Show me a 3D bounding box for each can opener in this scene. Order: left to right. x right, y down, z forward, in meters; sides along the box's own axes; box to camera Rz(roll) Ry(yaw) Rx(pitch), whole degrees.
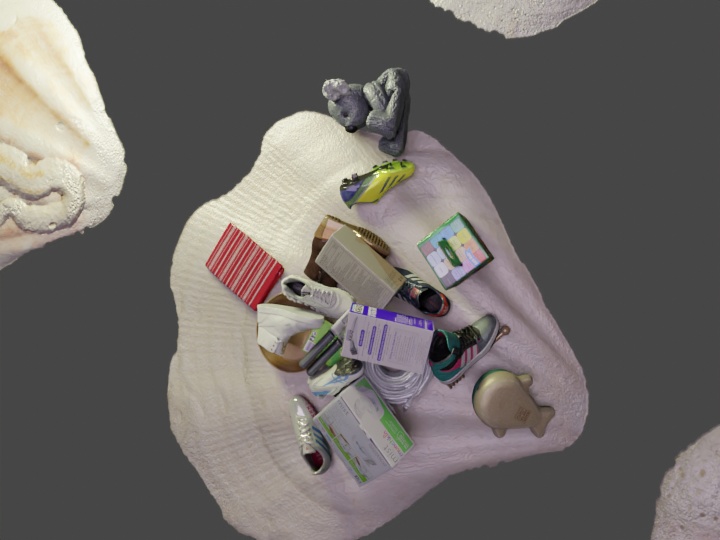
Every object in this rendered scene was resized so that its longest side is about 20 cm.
[{"bbox_3d":[-0.069,0.173,1.479,0.053,0.067,0.200,45,99,-4],"label":"can opener"}]

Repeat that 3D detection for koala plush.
[{"bbox_3d":[0.012,-0.389,1.457,0.194,0.177,0.190,8,81,15],"label":"koala plush"}]

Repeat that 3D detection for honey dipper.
[{"bbox_3d":[0.275,0.201,1.451,0.199,0.038,0.038,-43,80,10],"label":"honey dipper"}]

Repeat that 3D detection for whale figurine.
[{"bbox_3d":[0.346,0.306,1.414,0.196,0.104,0.163,25,96,-11],"label":"whale figurine"}]

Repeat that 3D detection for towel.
[{"bbox_3d":[-0.305,-0.010,1.617,0.198,0.022,0.146,39,102,14],"label":"towel"}]

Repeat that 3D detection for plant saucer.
[{"bbox_3d":[-0.172,0.156,1.575,0.193,0.035,0.208,0,91,15],"label":"plant saucer"}]

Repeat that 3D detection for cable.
[{"bbox_3d":[0.083,0.212,1.474,0.199,0.069,0.201,42,95,0],"label":"cable"}]

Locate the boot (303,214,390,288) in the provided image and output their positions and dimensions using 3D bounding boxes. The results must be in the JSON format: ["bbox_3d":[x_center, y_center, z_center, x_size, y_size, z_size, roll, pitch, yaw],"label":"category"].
[{"bbox_3d":[-0.035,-0.027,1.532,0.196,0.072,0.170,25,110,10],"label":"boot"}]

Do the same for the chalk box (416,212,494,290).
[{"bbox_3d":[0.213,-0.043,1.380,0.123,0.200,0.126,-36,82,13],"label":"chalk box"}]

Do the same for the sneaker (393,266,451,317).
[{"bbox_3d":[0.125,0.047,1.465,0.195,0.084,0.077,24,97,14],"label":"sneaker"}]

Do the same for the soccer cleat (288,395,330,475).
[{"bbox_3d":[-0.130,0.412,1.540,0.069,0.086,0.205,-27,83,14],"label":"soccer cleat"}]

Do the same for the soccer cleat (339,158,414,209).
[{"bbox_3d":[0.044,-0.210,1.507,0.194,0.065,0.086,-18,115,11],"label":"soccer cleat"}]

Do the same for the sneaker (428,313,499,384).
[{"bbox_3d":[0.225,0.159,1.408,0.201,0.121,0.084,-47,44,1],"label":"sneaker"}]

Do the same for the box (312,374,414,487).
[{"bbox_3d":[0.002,0.381,1.454,0.202,0.096,0.177,52,139,10],"label":"box"}]

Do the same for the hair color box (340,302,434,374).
[{"bbox_3d":[0.060,0.153,1.393,0.193,0.065,0.113,12,109,-1],"label":"hair color box"}]

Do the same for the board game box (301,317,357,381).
[{"bbox_3d":[-0.039,0.204,1.522,0.196,0.030,0.097,31,96,1],"label":"board game box"}]

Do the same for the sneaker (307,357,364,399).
[{"bbox_3d":[-0.051,0.259,1.469,0.073,0.072,0.198,52,137,-10],"label":"sneaker"}]

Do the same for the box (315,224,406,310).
[{"bbox_3d":[0.000,0.000,1.436,0.199,0.078,0.096,43,125,5],"label":"box"}]

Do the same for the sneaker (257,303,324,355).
[{"bbox_3d":[-0.173,0.152,1.516,0.195,0.073,0.120,6,95,32],"label":"sneaker"}]

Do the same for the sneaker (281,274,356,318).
[{"bbox_3d":[-0.106,0.063,1.503,0.194,0.081,0.077,16,81,6],"label":"sneaker"}]
